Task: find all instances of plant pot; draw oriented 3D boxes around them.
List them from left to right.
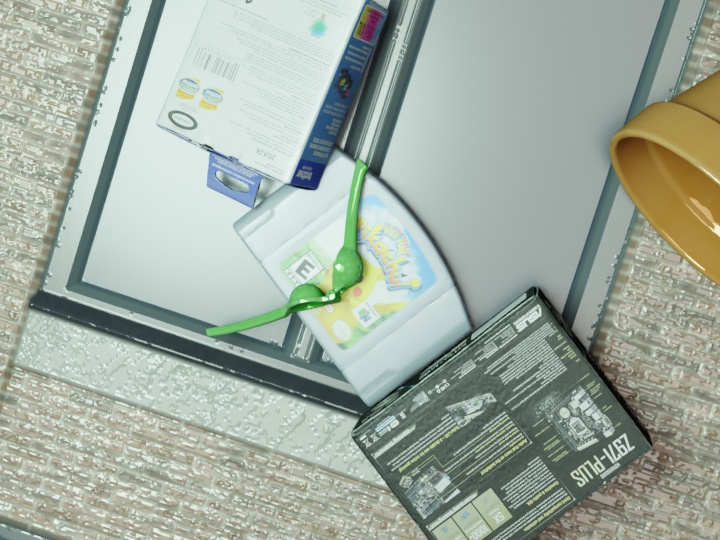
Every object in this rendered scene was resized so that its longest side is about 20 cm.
[{"bbox_3d":[0.321,-0.084,1.492,0.140,0.200,0.200,-44,90,-9],"label":"plant pot"}]

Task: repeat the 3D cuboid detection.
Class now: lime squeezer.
[{"bbox_3d":[-0.044,0.003,1.563,0.071,0.038,0.200,42,97,1],"label":"lime squeezer"}]

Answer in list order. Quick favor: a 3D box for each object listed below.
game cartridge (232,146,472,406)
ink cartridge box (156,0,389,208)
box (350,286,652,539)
[{"bbox_3d":[0.000,0.000,1.595,0.133,0.040,0.200,-38,91,3],"label":"game cartridge"},{"bbox_3d":[-0.080,-0.155,1.553,0.136,0.076,0.201,25,94,18],"label":"ink cartridge box"},{"bbox_3d":[0.120,0.138,1.569,0.200,0.086,0.164,-38,90,7],"label":"box"}]
